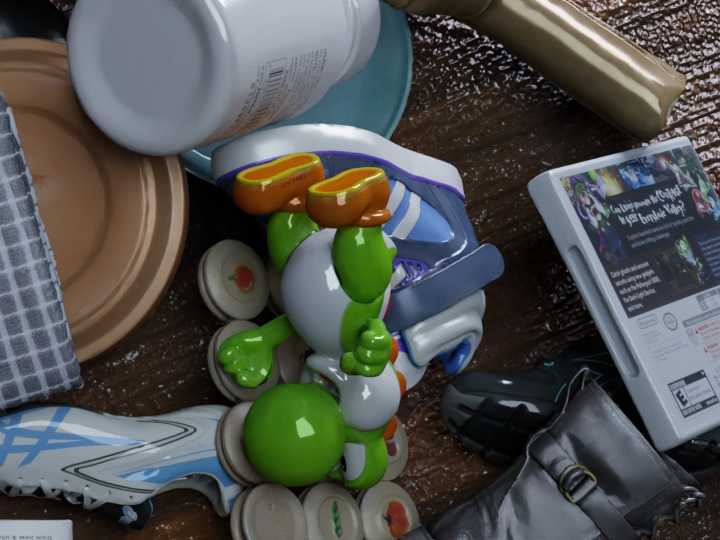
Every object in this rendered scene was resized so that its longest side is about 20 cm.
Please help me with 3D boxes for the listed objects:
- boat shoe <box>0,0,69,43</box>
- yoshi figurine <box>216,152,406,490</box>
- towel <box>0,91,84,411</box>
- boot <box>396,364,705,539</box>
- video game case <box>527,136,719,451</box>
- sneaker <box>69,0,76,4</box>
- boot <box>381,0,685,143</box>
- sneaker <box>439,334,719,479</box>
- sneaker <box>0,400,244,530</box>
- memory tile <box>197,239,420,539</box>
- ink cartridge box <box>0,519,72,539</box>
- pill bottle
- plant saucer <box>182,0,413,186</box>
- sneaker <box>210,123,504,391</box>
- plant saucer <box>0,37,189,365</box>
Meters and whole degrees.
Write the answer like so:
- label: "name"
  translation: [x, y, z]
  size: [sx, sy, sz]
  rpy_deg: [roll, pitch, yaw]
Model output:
- label: "boat shoe"
  translation: [-0.174, -0.090, 1.715]
  size: [0.073, 0.063, 0.202]
  rpy_deg: [-22, 81, -19]
- label: "yoshi figurine"
  translation: [-0.029, 0.042, 1.619]
  size: [0.111, 0.112, 0.201]
  rpy_deg: [-7, 112, 0]
- label: "towel"
  translation: [-0.258, -0.008, 1.587]
  size: [0.165, 0.086, 0.201]
  rpy_deg: [-17, 96, -5]
- label: "boot"
  translation: [0.135, 0.180, 1.697]
  size: [0.174, 0.069, 0.200]
  rpy_deg: [-36, 97, -5]
- label: "video game case"
  translation: [0.196, 0.010, 1.769]
  size: [0.200, 0.023, 0.182]
  rpy_deg: [-16, 78, -57]
- label: "sneaker"
  translation: [-0.237, -0.183, 1.676]
  size: [0.121, 0.084, 0.200]
  rpy_deg: [-41, 49, -18]
- label: "boot"
  translation: [0.114, -0.151, 1.778]
  size: [0.200, 0.175, 0.066]
  rpy_deg: [35, 109, -4]
- label: "sneaker"
  translation: [0.140, 0.082, 1.772]
  size: [0.199, 0.075, 0.080]
  rpy_deg: [9, 58, -21]
- label: "sneaker"
  translation: [-0.161, 0.116, 1.654]
  size: [0.199, 0.072, 0.073]
  rpy_deg: [0, 73, -16]
- label: "memory tile"
  translation: [-0.029, 0.079, 1.703]
  size: [0.153, 0.017, 0.201]
  rpy_deg: [4, 72, -43]
- label: "ink cartridge box"
  translation: [-0.210, 0.247, 1.559]
  size: [0.083, 0.147, 0.201]
  rpy_deg: [2, 75, -20]
- label: "pill bottle"
  translation: [-0.073, -0.138, 1.653]
  size: [0.115, 0.114, 0.200]
  rpy_deg: [60, 31, 5]
- label: "plant saucer"
  translation: [-0.066, -0.137, 1.776]
  size: [0.199, 0.036, 0.201]
  rpy_deg: [5, 74, -16]
- label: "sneaker"
  translation: [0.000, 0.000, 1.691]
  size: [0.200, 0.080, 0.147]
  rpy_deg: [11, 64, -45]
- label: "plant saucer"
  translation: [-0.201, -0.038, 1.662]
  size: [0.199, 0.032, 0.201]
  rpy_deg: [0, 88, 5]
